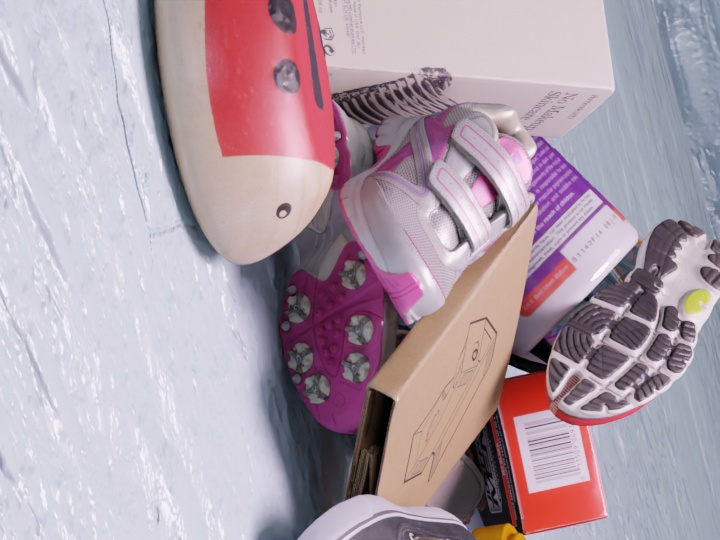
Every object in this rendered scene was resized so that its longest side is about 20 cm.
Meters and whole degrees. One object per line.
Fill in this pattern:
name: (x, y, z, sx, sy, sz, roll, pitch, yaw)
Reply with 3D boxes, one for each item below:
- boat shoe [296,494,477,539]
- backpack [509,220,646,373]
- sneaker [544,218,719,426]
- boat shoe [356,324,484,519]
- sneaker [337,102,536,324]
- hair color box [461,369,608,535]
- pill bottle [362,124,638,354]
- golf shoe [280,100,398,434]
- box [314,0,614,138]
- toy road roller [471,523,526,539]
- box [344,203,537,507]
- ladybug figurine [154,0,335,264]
boat shoe: (0.022, 0.164, 1.472, 0.069, 0.057, 0.200, -62, 155, 12)
backpack: (0.116, -0.008, 1.823, 0.200, 0.127, 0.167, 40, 9, 14)
sneaker: (0.174, 0.050, 1.687, 0.200, 0.077, 0.085, -42, 160, -46)
boat shoe: (0.023, 0.091, 1.675, 0.057, 0.067, 0.200, 43, -14, 38)
sneaker: (0.049, -0.045, 1.506, 0.081, 0.088, 0.200, 59, 24, -23)
hair color box: (0.099, 0.123, 1.771, 0.200, 0.061, 0.102, 146, -67, -77)
pill bottle: (0.070, -0.053, 1.704, 0.200, 0.111, 0.111, 45, 14, 2)
golf shoe: (0.000, 0.000, 1.550, 0.091, 0.075, 0.200, 21, 59, -51)
box: (0.046, -0.130, 1.613, 0.082, 0.200, 0.068, 137, -49, -59)
toy road roller: (0.091, 0.249, 1.619, 0.123, 0.146, 0.200, 59, 24, -56)
box: (0.044, 0.073, 1.550, 0.200, 0.021, 0.164, -49, 157, -46)
ladybug figurine: (-0.059, -0.105, 1.427, 0.136, 0.072, 0.200, 21, 59, -75)
